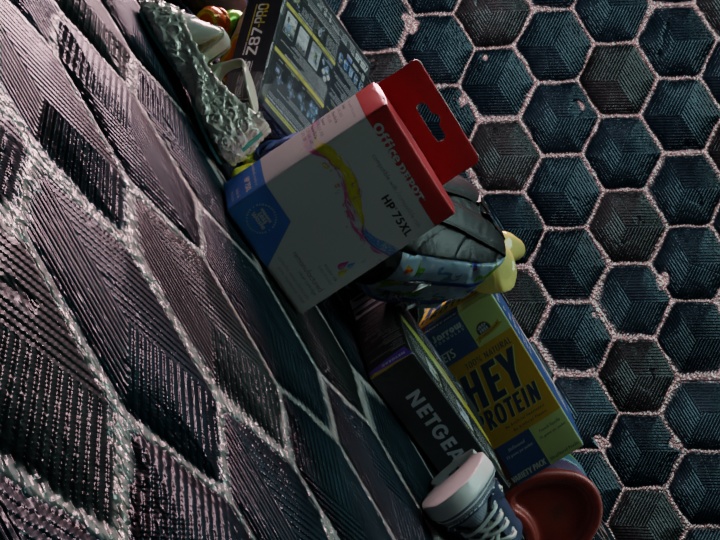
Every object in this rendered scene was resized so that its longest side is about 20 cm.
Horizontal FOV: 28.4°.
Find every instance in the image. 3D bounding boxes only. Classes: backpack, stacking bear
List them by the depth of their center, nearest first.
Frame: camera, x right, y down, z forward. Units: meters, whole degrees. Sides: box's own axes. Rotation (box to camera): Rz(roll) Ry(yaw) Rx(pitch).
[{"bbox_3d":[0.053,-0.040,1.423,0.198,0.155,0.164,-3,51,-32],"label":"backpack"},{"bbox_3d":[0.212,0.259,1.724,0.123,0.113,0.200,64,-2,-15],"label":"stacking bear"}]

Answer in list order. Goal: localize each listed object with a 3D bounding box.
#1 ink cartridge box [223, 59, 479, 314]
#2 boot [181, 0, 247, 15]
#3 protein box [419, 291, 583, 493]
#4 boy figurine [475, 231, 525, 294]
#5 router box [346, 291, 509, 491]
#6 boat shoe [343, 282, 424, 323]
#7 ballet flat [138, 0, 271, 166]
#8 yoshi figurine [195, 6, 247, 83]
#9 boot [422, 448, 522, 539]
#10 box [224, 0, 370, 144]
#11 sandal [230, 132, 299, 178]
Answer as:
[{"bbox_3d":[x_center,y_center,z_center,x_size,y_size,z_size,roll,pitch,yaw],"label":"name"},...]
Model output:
[{"bbox_3d":[-0.002,-0.071,1.194,0.117,0.199,0.067,54,7,-23],"label":"ink cartridge box"},{"bbox_3d":[-0.164,-0.300,1.580,0.201,0.071,0.168,-80,148,-58],"label":"boot"},{"bbox_3d":[0.145,0.129,1.667,0.201,0.134,0.199,58,7,-6],"label":"protein box"},{"bbox_3d":[0.131,-0.010,1.581,0.200,0.123,0.065,-172,-111,-76],"label":"boy figurine"},{"bbox_3d":[0.068,0.126,1.455,0.201,0.052,0.158,55,8,-27],"label":"router box"},{"bbox_3d":[0.000,0.000,1.506,0.201,0.072,0.062,52,20,-25],"label":"boat shoe"},{"bbox_3d":[-0.136,-0.181,1.297,0.201,0.071,0.072,61,7,27],"label":"ballet flat"},{"bbox_3d":[-0.110,-0.233,1.527,0.199,0.111,0.114,-24,109,-60],"label":"yoshi figurine"},{"bbox_3d":[0.110,0.215,1.265,0.091,0.072,0.200,52,5,4],"label":"boot"},{"bbox_3d":[-0.061,-0.195,1.460,0.200,0.048,0.163,46,51,-56],"label":"box"},{"bbox_3d":[-0.064,-0.091,1.335,0.080,0.087,0.200,55,5,-11],"label":"sandal"}]
